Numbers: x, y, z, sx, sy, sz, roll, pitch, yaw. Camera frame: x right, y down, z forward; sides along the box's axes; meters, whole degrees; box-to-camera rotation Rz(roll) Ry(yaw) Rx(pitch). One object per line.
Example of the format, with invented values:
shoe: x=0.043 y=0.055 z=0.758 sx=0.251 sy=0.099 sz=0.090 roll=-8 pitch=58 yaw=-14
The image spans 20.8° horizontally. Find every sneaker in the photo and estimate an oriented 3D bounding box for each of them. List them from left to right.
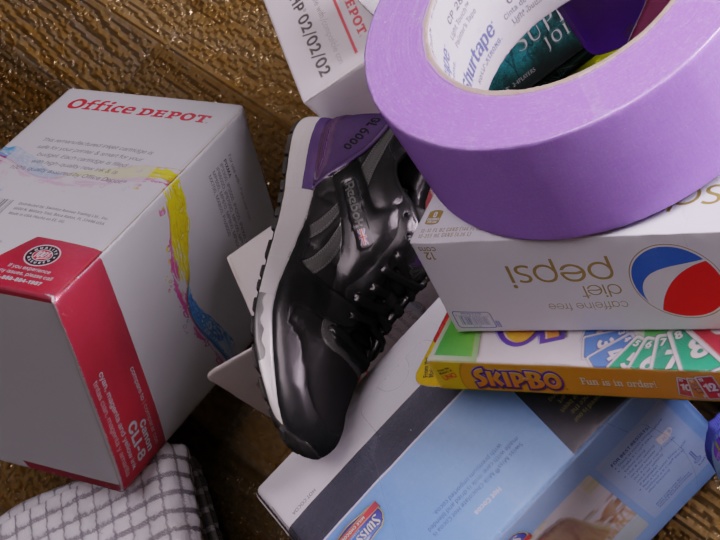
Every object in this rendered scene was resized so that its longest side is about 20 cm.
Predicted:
sneaker: x=0.000 y=0.000 z=1.033 sx=0.087 sy=0.076 sz=0.201 roll=-6 pitch=61 yaw=23

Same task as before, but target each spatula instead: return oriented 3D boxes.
spatula: x=0.166 y=-0.108 z=1.057 sx=0.056 sy=0.200 sz=0.021 roll=-25 pitch=45 yaw=24

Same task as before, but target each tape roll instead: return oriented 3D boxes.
tape roll: x=0.103 y=-0.111 z=0.906 sx=0.199 sy=0.066 sz=0.201 roll=-21 pitch=43 yaw=20

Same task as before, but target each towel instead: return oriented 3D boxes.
towel: x=-0.158 y=0.213 z=1.176 sx=0.199 sy=0.086 sz=0.166 roll=-30 pitch=56 yaw=18

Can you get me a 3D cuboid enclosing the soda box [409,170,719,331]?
soda box: x=0.128 y=-0.017 z=0.904 sx=0.199 sy=0.064 sz=0.068 roll=-1 pitch=45 yaw=33

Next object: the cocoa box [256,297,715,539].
cocoa box: x=0.074 y=0.108 z=1.052 sx=0.200 sy=0.133 sz=0.131 roll=-46 pitch=53 yaw=3

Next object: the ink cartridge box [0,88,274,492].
ink cartridge box: x=-0.158 y=0.004 z=1.180 sx=0.145 sy=0.145 sz=0.200 roll=9 pitch=41 yaw=32

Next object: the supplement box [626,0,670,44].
supplement box: x=0.207 y=-0.056 z=0.991 sx=0.103 sy=0.200 sz=0.131 roll=7 pitch=56 yaw=32

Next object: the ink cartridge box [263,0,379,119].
ink cartridge box: x=0.006 y=-0.127 z=1.150 sx=0.068 sy=0.200 sz=0.116 roll=-32 pitch=51 yaw=14

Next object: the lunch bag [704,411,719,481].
lunch bag: x=0.227 y=0.149 z=0.905 sx=0.094 sy=0.200 sz=0.151 roll=-37 pitch=56 yaw=11

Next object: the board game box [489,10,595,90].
board game box: x=0.118 y=-0.193 z=1.070 sx=0.200 sy=0.028 sz=0.136 roll=-36 pitch=72 yaw=32

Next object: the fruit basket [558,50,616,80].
fruit basket: x=0.148 y=-0.154 z=1.130 sx=0.214 sy=0.156 sz=0.217 roll=-12 pitch=48 yaw=14

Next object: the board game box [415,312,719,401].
board game box: x=0.122 y=0.019 z=0.942 sx=0.199 sy=0.030 sz=0.096 roll=-2 pitch=44 yaw=37

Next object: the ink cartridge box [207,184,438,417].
ink cartridge box: x=0.005 y=0.004 z=1.149 sx=0.199 sy=0.116 sz=0.068 roll=-35 pitch=55 yaw=12
